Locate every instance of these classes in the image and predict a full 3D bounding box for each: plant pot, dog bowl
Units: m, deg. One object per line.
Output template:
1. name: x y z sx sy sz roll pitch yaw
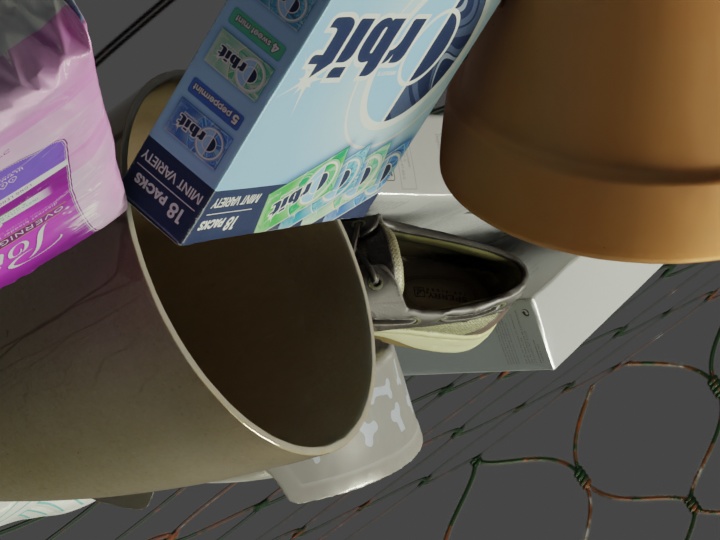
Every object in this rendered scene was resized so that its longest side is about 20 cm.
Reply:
1. plant pot: 0.138 -0.111 1.134 0.200 0.200 0.141 -25 127 -39
2. dog bowl: -0.067 0.072 1.285 0.199 0.059 0.200 -4 -166 1
3. plant pot: -0.126 0.033 1.110 0.199 0.188 0.187 -26 174 27

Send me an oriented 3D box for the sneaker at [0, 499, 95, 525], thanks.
1. sneaker: -0.209 0.120 1.456 0.200 0.071 0.080 -27 164 -29

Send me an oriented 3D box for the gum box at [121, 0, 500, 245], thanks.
1. gum box: -0.001 -0.108 1.020 0.201 0.044 0.170 -58 161 20

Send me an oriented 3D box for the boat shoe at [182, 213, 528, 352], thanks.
1. boat shoe: 0.000 0.000 1.235 0.199 0.074 0.065 2 149 -37

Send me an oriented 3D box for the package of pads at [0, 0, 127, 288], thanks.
1. package of pads: -0.157 -0.048 0.885 0.120 0.076 0.200 -29 168 -10

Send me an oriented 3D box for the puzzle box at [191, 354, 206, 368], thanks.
1. puzzle box: -0.076 0.017 1.288 0.200 0.133 0.026 -22 122 -50

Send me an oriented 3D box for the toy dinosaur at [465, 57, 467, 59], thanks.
1. toy dinosaur: 0.117 -0.138 1.296 0.199 0.077 0.102 -26 180 -18

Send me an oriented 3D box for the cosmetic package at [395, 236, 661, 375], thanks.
1. cosmetic package: 0.100 -0.004 1.436 0.150 0.052 0.200 -2 -155 40

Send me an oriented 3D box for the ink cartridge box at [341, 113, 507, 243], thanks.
1. ink cartridge box: 0.035 -0.049 1.317 0.199 0.051 0.109 -2 166 -45
